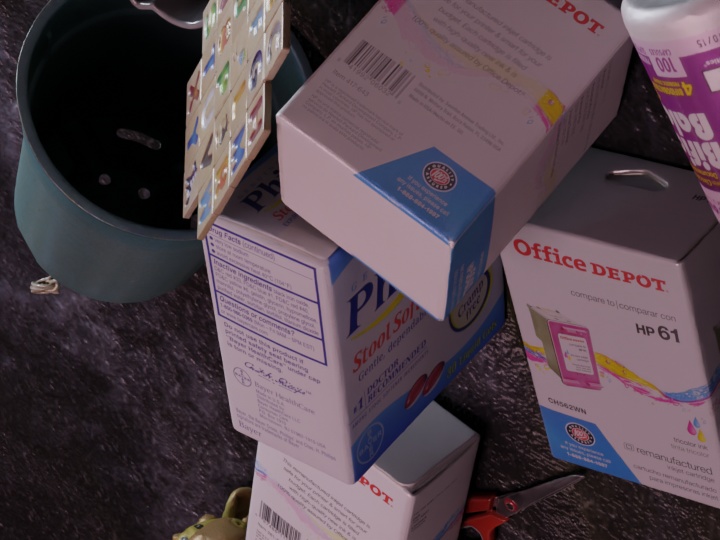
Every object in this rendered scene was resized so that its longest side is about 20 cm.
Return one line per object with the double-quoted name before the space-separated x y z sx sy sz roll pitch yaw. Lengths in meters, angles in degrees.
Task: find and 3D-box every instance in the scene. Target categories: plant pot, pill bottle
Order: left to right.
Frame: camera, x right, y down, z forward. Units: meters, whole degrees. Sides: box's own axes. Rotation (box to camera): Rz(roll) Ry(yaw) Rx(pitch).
"plant pot" -0.148 -0.079 1.713 0.200 0.200 0.196 44 155 3
"pill bottle" 0.228 -0.081 1.359 0.112 0.112 0.200 -4 121 49

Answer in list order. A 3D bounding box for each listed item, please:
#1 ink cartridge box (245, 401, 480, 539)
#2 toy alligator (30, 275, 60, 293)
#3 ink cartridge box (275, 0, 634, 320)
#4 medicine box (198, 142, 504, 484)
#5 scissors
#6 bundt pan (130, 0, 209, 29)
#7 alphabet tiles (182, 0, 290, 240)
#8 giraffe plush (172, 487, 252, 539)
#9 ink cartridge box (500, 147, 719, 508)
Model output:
"ink cartridge box" -0.001 0.165 1.866 0.145 0.084 0.200 36 142 23
"toy alligator" -0.198 -0.015 1.943 0.200 0.059 0.054 -6 78 51
"ink cartridge box" 0.063 -0.099 1.462 0.129 0.200 0.125 37 162 14
"medicine box" 0.000 0.000 1.625 0.103 0.182 0.200 24 141 28
"scissors" 0.109 0.176 1.843 0.200 0.014 0.073 -8 116 49
"bundt pan" -0.113 -0.255 1.578 0.202 0.076 0.202 28 142 24
"alphabet tiles" -0.075 -0.120 1.492 0.006 0.167 0.200 10 150 -17
"giraffe plush" -0.088 0.260 2.016 0.162 0.173 0.200 51 142 13
"ink cartridge box" 0.176 0.034 1.559 0.144 0.085 0.200 15 134 38
